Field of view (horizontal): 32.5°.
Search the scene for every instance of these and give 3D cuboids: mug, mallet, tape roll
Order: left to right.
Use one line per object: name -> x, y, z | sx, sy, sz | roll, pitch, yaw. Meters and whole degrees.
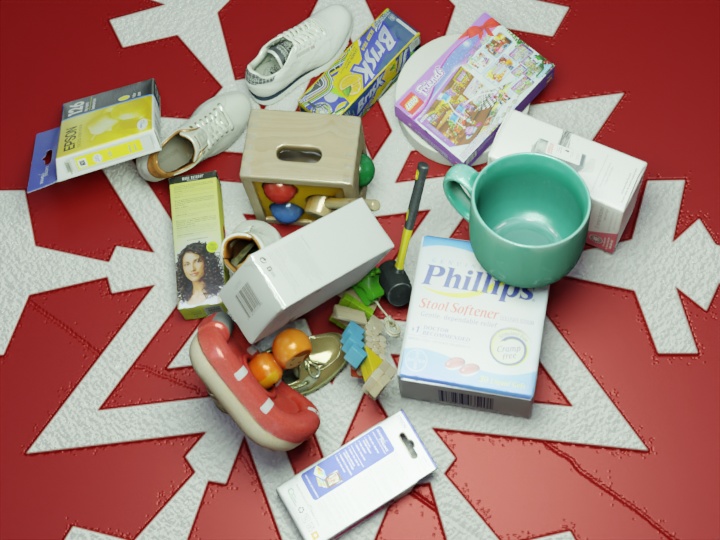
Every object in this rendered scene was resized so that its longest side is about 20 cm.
mallet -> 0.060, -0.055, 1.667 | 0.040, 0.066, 0.203 | 3, 112, -19
tape roll -> 0.149, -0.249, 1.800 | 0.199, 0.037, 0.206 | -2, 69, 5
mug -> 0.206, -0.066, 1.580 | 0.150, 0.115, 0.186 | -21, 55, -12

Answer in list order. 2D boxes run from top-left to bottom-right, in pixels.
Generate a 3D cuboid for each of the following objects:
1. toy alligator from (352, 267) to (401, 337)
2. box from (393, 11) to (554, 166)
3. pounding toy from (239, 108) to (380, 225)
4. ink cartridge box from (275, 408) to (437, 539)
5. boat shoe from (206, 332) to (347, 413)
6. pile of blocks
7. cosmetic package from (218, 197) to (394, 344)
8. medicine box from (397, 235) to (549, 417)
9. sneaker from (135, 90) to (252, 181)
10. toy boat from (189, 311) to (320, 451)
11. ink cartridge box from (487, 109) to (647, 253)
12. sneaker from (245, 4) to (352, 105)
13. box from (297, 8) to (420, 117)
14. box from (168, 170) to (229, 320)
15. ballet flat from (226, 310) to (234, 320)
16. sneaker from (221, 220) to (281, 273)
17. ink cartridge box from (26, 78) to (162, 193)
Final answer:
toy alligator -> 0.000, 0.000, 1.660 | 0.200, 0.055, 0.059 | 48, 36, 18
box -> 0.162, -0.255, 1.760 | 0.137, 0.039, 0.200 | 41, 78, 17
pounding toy -> -0.056, -0.121, 1.692 | 0.196, 0.185, 0.145 | 5, 70, 7
ink cartridge box -> -0.004, 0.275, 1.619 | 0.198, 0.037, 0.095 | -32, 69, -4
boat shoe -> -0.110, 0.134, 1.666 | 0.197, 0.063, 0.074 | -18, 69, -1
pile of blocks -> -0.008, 0.095, 1.644 | 0.081, 0.062, 0.202 | 17, 38, -24
cosmetic package -> -0.066, -0.001, 1.539 | 0.199, 0.113, 0.082 | -28, 80, -37
medicine box -> 0.153, 0.074, 1.642 | 0.179, 0.103, 0.203 | 8, 71, 8
sneaker -> -0.224, -0.189, 1.771 | 0.199, 0.084, 0.073 | -40, 110, -21
toy boat -> -0.116, 0.125, 1.567 | 0.130, 0.131, 0.201 | -37, 100, 10
ink cartridge box -> 0.274, -0.120, 1.680 | 0.198, 0.146, 0.086 | 25, 72, 14
sneaker -> -0.088, -0.329, 1.830 | 0.076, 0.081, 0.200 | 41, 77, 20
box -> 0.001, -0.284, 1.813 | 0.070, 0.064, 0.200 | 39, 77, 17
box -> -0.226, -0.037, 1.749 | 0.074, 0.050, 0.203 | -9, 68, 2
ballet flat -> -0.128, 0.035, 1.713 | 0.199, 0.072, 0.072 | -39, 71, -9
sneaker -> -0.150, -0.035, 1.666 | 0.073, 0.085, 0.200 | -42, 28, 4
ink cartridge box -> -0.384, -0.199, 1.773 | 0.197, 0.048, 0.199 | -15, 32, -2
